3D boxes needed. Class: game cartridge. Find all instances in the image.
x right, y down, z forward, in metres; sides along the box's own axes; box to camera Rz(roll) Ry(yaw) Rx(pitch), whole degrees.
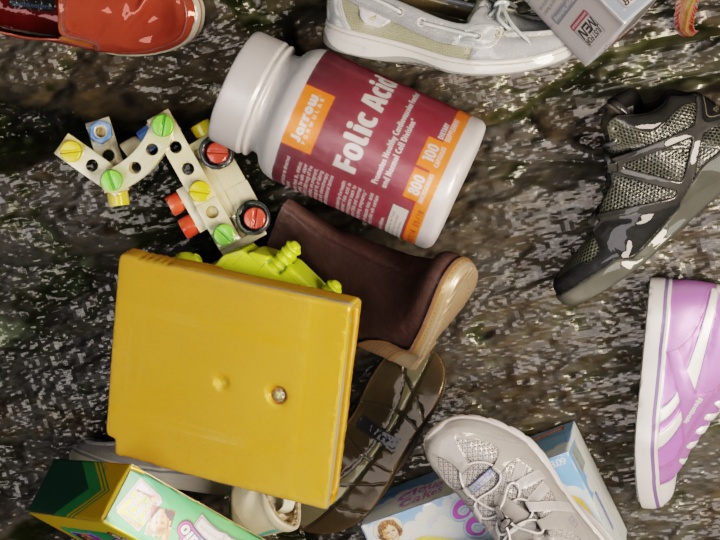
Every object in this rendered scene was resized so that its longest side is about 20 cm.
[{"bbox_3d":[-0.105,0.085,1.338,0.200,0.032,0.176,13,108,17],"label":"game cartridge"}]

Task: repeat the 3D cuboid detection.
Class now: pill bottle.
[{"bbox_3d":[-0.011,-0.108,1.332,0.200,0.114,0.114,24,113,3],"label":"pill bottle"}]

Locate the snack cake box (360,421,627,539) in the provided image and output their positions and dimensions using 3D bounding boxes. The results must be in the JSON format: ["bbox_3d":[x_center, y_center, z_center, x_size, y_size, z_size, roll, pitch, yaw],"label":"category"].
[{"bbox_3d":[0.116,0.223,1.446,0.200,0.067,0.115,-23,103,19],"label":"snack cake box"}]

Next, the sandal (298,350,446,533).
[{"bbox_3d":[0.006,0.147,1.456,0.082,0.055,0.200,35,98,9],"label":"sandal"}]

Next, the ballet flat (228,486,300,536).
[{"bbox_3d":[-0.065,0.127,1.420,0.069,0.069,0.200,4,85,12],"label":"ballet flat"}]

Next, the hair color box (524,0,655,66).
[{"bbox_3d":[0.133,-0.255,1.234,0.061,0.099,0.200,-41,87,-14],"label":"hair color box"}]

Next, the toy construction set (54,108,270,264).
[{"bbox_3d":[-0.153,-0.051,1.397,0.131,0.092,0.200,-29,110,-4],"label":"toy construction set"}]

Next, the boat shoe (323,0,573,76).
[{"bbox_3d":[0.069,-0.196,1.307,0.202,0.074,0.065,10,116,17],"label":"boat shoe"}]

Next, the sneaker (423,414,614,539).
[{"bbox_3d":[0.133,0.194,1.352,0.200,0.082,0.075,40,112,-2],"label":"sneaker"}]

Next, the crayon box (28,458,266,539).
[{"bbox_3d":[-0.161,0.231,1.431,0.200,0.058,0.173,34,159,-25],"label":"crayon box"}]

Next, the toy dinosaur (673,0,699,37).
[{"bbox_3d":[0.258,-0.296,1.221,0.105,0.200,0.182,8,72,-24],"label":"toy dinosaur"}]

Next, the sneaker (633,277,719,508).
[{"bbox_3d":[0.283,0.108,1.366,0.114,0.073,0.201,6,110,8],"label":"sneaker"}]

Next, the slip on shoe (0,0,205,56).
[{"bbox_3d":[-0.227,-0.213,1.375,0.200,0.061,0.074,7,109,9],"label":"slip on shoe"}]

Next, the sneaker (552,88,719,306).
[{"bbox_3d":[0.206,-0.066,1.320,0.114,0.076,0.199,43,110,-2],"label":"sneaker"}]

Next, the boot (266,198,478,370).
[{"bbox_3d":[0.000,0.000,1.342,0.166,0.072,0.200,38,156,4],"label":"boot"}]

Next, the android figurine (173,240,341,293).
[{"bbox_3d":[-0.096,0.062,1.365,0.182,0.041,0.200,46,111,3],"label":"android figurine"}]

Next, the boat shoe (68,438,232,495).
[{"bbox_3d":[-0.165,0.159,1.496,0.201,0.070,0.072,4,86,18],"label":"boat shoe"}]
